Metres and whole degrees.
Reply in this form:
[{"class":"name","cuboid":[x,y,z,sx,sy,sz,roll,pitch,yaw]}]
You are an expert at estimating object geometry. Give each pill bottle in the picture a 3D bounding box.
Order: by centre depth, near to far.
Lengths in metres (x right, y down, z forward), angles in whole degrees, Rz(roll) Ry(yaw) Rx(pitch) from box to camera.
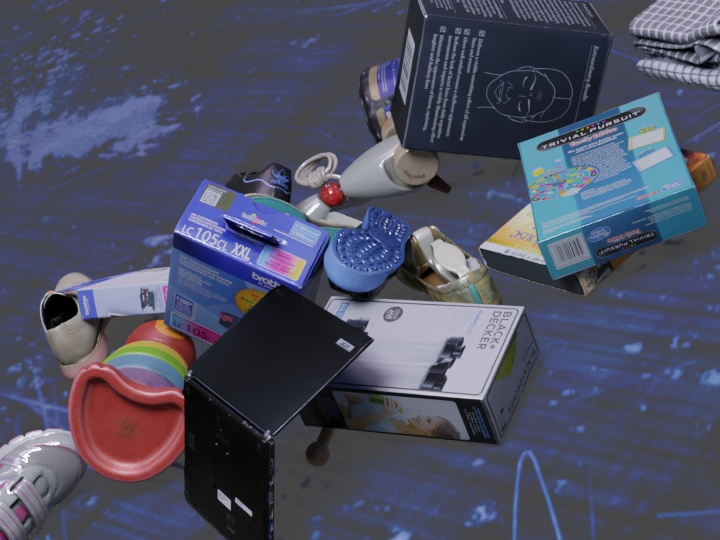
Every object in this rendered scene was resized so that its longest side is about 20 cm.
[{"class":"pill bottle","cuboid":[0.107,-0.205,1.910,0.199,0.112,0.112,-17,30,17]}]

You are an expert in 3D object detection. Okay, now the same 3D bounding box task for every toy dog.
[{"class":"toy dog","cuboid":[0.018,-0.083,1.835,0.199,0.096,0.132,-24,33,33]}]

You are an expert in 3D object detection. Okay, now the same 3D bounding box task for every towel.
[{"class":"towel","cuboid":[0.404,-0.283,1.819,0.200,0.086,0.165,-38,30,-19]}]

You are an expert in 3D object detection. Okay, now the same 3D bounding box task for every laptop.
[{"class":"laptop","cuboid":[-0.077,0.136,1.482,0.103,0.201,0.177,-8,19,-28]}]

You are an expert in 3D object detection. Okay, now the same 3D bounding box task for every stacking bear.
[{"class":"stacking bear","cuboid":[-0.211,0.114,1.662,0.121,0.114,0.200,19,22,-3]}]

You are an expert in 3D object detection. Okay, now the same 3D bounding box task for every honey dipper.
[{"class":"honey dipper","cuboid":[-0.013,0.109,1.583,0.038,0.038,0.200,-9,38,30]}]

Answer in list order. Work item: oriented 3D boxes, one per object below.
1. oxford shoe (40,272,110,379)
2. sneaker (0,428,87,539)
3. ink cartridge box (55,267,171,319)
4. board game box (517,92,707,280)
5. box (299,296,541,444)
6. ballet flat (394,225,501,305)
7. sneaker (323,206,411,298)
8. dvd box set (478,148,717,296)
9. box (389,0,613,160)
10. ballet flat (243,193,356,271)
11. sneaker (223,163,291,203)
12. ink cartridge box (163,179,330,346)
[{"class":"oxford shoe","cuboid":[-0.324,0.042,1.902,0.071,0.074,0.200,-28,28,0]},{"class":"sneaker","cuboid":[-0.338,0.234,1.607,0.200,0.081,0.088,-40,31,-6]},{"class":"ink cartridge box","cuboid":[-0.220,0.021,1.842,0.199,0.042,0.119,-3,9,33]},{"class":"board game box","cuboid":[0.236,-0.083,1.607,0.150,0.047,0.200,-19,29,11]},{"class":"box","cuboid":[0.047,0.086,1.503,0.199,0.060,0.117,4,45,30]},{"class":"ballet flat","cuboid":[0.077,-0.007,1.661,0.071,0.071,0.200,-31,29,-9]},{"class":"sneaker","cuboid":[0.000,0.000,1.608,0.078,0.070,0.200,-62,-6,18]},{"class":"dvd box set","cuboid":[0.231,-0.057,1.651,0.200,0.029,0.146,-39,31,-22]},{"class":"box","cuboid":[0.144,-0.205,1.758,0.199,0.149,0.107,5,27,-9]},{"class":"ballet flat","cuboid":[-0.069,-0.028,1.724,0.062,0.199,0.068,-12,68,43]},{"class":"sneaker","cuboid":[-0.132,-0.064,1.853,0.200,0.070,0.078,-13,56,58]},{"class":"ink cartridge box","cuboid":[-0.110,0.000,1.620,0.136,0.200,0.077,23,54,5]}]
